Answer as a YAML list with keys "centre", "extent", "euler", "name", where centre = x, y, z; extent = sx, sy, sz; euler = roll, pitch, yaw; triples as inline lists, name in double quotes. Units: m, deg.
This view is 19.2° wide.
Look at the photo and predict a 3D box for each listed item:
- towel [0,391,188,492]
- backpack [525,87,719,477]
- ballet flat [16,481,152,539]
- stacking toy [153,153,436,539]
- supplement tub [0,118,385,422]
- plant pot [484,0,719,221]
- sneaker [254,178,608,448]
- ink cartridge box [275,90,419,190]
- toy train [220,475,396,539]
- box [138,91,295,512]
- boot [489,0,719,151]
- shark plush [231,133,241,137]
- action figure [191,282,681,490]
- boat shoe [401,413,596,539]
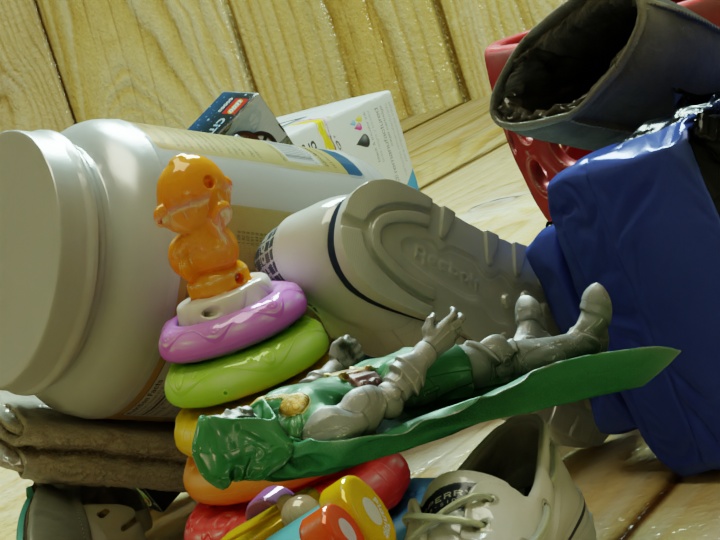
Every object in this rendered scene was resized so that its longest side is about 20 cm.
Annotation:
- centre: [-0.098, 0.090, 1.088]
  extent: [0.199, 0.035, 0.132]
  euler: [7, 5, -22]
  name: "towel"
- centre: [0.189, -0.015, 0.977]
  extent: [0.200, 0.163, 0.168]
  euler: [-25, 7, -37]
  name: "backpack"
- centre: [-0.134, 0.129, 1.041]
  extent: [0.063, 0.068, 0.200]
  euler: [-11, 8, -6]
  name: "ballet flat"
- centre: [-0.050, 0.044, 0.944]
  extent: [0.116, 0.201, 0.110]
  euler: [-28, 13, -37]
  name: "stacking toy"
- centre: [-0.089, 0.003, 1.049]
  extent: [0.199, 0.145, 0.144]
  euler: [6, -7, -35]
  name: "supplement tub"
- centre: [0.195, -0.081, 1.326]
  extent: [0.200, 0.183, 0.200]
  euler: [-18, 8, 2]
  name: "plant pot"
- centre: [0.043, 0.025, 1.007]
  extent: [0.080, 0.200, 0.077]
  euler: [-21, 43, 45]
  name: "sneaker"
- centre: [-0.061, -0.047, 1.783]
  extent: [0.146, 0.147, 0.200]
  euler: [-11, 11, 34]
  name: "ink cartridge box"
- centre: [-0.056, 0.137, 0.756]
  extent: [0.150, 0.056, 0.200]
  euler: [-38, 4, -22]
  name: "toy train"
- centre: [-0.094, 0.016, 1.198]
  extent: [0.200, 0.137, 0.038]
  euler: [-49, 31, -22]
  name: "box"
- centre: [0.139, -0.067, 1.072]
  extent: [0.200, 0.073, 0.182]
  euler: [-4, -38, -48]
  name: "boot"
- centre: [0.000, 0.000, 1.182]
  extent: [0.083, 0.200, 0.091]
  euler: [-32, 1, 45]
  name: "shark plush"
- centre: [0.016, 0.047, 0.826]
  extent: [0.199, 0.055, 0.118]
  euler: [-16, 1, -41]
  name: "action figure"
- centre: [0.038, 0.109, 0.797]
  extent: [0.073, 0.067, 0.200]
  euler: [-15, 8, 17]
  name: "boat shoe"
